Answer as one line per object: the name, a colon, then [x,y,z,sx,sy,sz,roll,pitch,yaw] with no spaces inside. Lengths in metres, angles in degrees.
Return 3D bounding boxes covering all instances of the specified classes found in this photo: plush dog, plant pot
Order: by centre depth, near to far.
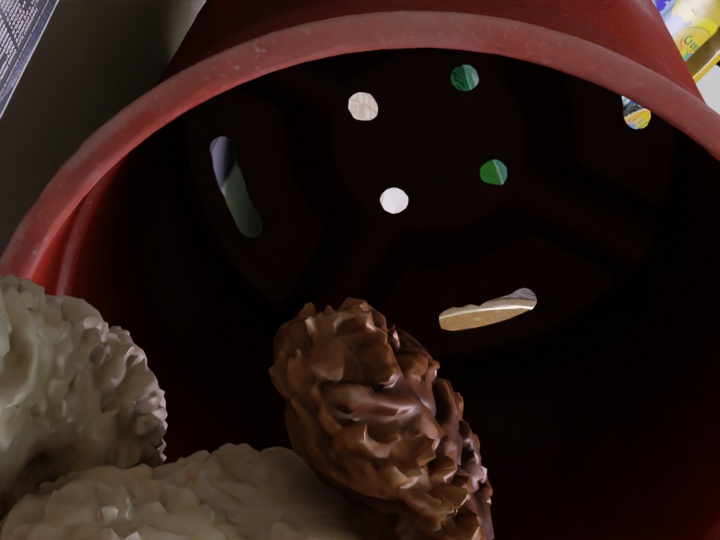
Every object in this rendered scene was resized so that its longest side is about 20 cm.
plush dog: [-0.062,0.075,0.505,0.160,0.172,0.200,13,98,-76]
plant pot: [0.015,0.000,0.672,0.195,0.201,0.201,-86,-172,-66]

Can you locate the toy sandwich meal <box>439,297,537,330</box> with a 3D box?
toy sandwich meal: [0.017,0.092,0.885,0.205,0.070,0.205,-19,138,-18]

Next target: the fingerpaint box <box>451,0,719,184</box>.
fingerpaint box: [0.083,-0.112,0.919,0.167,0.073,0.200,-44,162,-6]

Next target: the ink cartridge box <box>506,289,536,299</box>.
ink cartridge box: [0.084,0.095,1.046,0.129,0.200,0.125,-52,156,-52]

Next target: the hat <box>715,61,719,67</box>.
hat: [0.124,-0.156,1.094,0.081,0.201,0.201,-18,138,-21]

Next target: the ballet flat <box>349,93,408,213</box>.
ballet flat: [0.000,0.000,0.883,0.200,0.062,0.067,96,0,-45]

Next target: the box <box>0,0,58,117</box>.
box: [-0.068,-0.137,0.493,0.159,0.046,0.200,75,36,-66]
